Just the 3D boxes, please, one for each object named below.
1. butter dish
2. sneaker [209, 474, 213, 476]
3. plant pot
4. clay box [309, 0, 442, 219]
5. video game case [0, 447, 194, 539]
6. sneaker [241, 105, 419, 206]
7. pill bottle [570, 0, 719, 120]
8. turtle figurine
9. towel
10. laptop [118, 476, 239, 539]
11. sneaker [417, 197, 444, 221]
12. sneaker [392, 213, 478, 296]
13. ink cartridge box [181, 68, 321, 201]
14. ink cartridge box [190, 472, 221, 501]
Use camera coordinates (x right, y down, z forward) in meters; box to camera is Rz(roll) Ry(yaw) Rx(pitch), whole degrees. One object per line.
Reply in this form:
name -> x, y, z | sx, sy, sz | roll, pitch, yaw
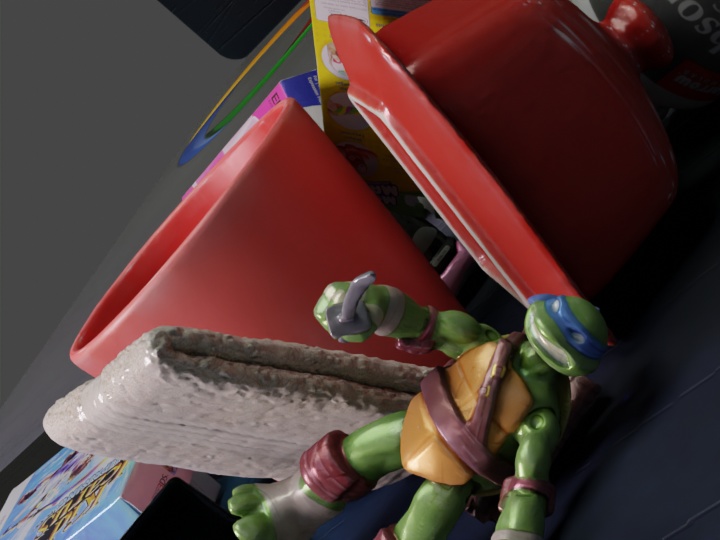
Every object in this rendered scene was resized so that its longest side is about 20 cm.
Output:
butter dish -> 0.094, -0.083, 0.997 | 0.148, 0.200, 0.199 | -38, 12, 1
sneaker -> -0.095, 0.095, 1.451 | 0.078, 0.070, 0.200 | -44, 7, -40
plant pot -> -0.041, 0.030, 1.141 | 0.200, 0.177, 0.200 | -47, 10, 11
clay box -> 0.035, -0.114, 1.132 | 0.200, 0.115, 0.048 | 85, -160, -47
video game case -> -0.182, 0.159, 1.280 | 0.200, 0.045, 0.181 | -39, 17, 26
sneaker -> 0.014, -0.066, 1.326 | 0.088, 0.200, 0.075 | 113, 155, -74
pill bottle -> 0.186, -0.159, 1.052 | 0.200, 0.116, 0.116 | -40, 14, 42
turtle figurine -> 0.014, 0.084, 0.855 | 0.194, 0.144, 0.200 | -48, 7, 28
towel -> -0.044, 0.071, 0.987 | 0.133, 0.200, 0.035 | -36, 49, 52
laptop -> -0.129, 0.202, 1.085 | 0.187, 0.116, 0.200 | -50, 11, -3
sneaker -> 0.099, -0.107, 1.206 | 0.077, 0.081, 0.200 | -42, -16, -50
sneaker -> 0.000, 0.000, 1.306 | 0.079, 0.095, 0.200 | -59, 13, -28
ink cartridge box -> -0.055, -0.070, 1.426 | 0.037, 0.095, 0.200 | -7, -28, -44
ink cartridge box -> -0.168, 0.195, 1.374 | 0.117, 0.067, 0.200 | -42, 14, 25
